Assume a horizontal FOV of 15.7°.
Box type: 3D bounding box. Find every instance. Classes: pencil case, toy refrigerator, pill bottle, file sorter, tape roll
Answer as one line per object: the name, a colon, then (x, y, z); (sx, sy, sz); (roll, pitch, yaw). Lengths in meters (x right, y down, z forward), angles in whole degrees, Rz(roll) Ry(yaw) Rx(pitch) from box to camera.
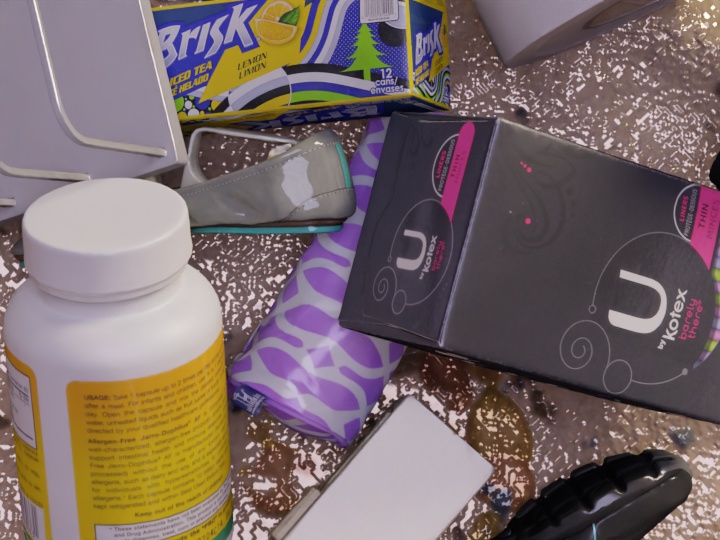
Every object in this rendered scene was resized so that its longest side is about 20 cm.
pencil case: (0.000, 0.000, 1.422); (0.085, 0.084, 0.200); (25, 81, 36)
toy refrigerator: (-0.021, 0.160, 1.406); (0.070, 0.076, 0.200); (41, 84, 0)
pill bottle: (-0.125, 0.059, 1.348); (0.113, 0.113, 0.200); (-5, 118, -5)
file sorter: (-0.217, -0.096, 1.349); (0.200, 0.125, 0.139); (-17, 83, 20)
tape roll: (0.151, -0.182, 1.387); (0.202, 0.202, 0.071); (-26, 87, -6)

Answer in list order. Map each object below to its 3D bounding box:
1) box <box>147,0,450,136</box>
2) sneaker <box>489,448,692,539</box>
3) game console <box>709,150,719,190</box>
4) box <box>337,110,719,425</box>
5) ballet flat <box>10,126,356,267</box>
box: (-0.056, -0.110, 1.393); (0.200, 0.070, 0.064); (-4, 86, 20)
sneaker: (0.101, 0.171, 1.424); (0.200, 0.075, 0.079); (-33, 99, 1)
game console: (0.253, -0.156, 1.368); (0.118, 0.171, 0.200); (46, 60, -24)
box: (0.108, -0.001, 1.371); (0.200, 0.106, 0.122); (15, 88, -31)
ballet flat: (-0.097, -0.043, 1.398); (0.200, 0.067, 0.064); (-7, 94, 20)
